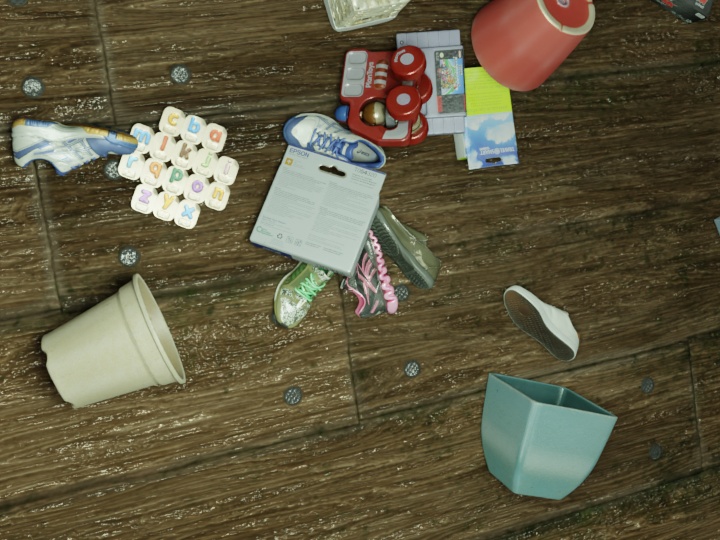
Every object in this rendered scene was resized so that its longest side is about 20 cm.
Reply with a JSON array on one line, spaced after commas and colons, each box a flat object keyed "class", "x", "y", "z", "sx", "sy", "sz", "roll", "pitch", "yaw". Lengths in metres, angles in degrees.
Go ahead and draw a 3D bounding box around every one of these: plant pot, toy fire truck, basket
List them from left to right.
[{"class": "plant pot", "x": -0.416, "y": 0.132, "z": 1.443, "sx": 0.183, "sy": 0.200, "sz": 0.201, "roll": -23, "pitch": 100, "yaw": -7}, {"class": "basket", "x": 0.001, "y": -0.562, "z": 1.604, "sx": 0.136, "sy": 0.123, "sz": 0.200, "roll": -17, "pitch": 98, "yaw": -19}, {"class": "toy fire truck", "x": 0.041, "y": -0.321, "z": 1.608, "sx": 0.168, "sy": 0.112, "sz": 0.200, "roll": 2, "pitch": 70, "yaw": 14}, {"class": "plant pot", "x": 0.342, "y": -0.476, "z": 1.681, "sx": 0.200, "sy": 0.177, "sz": 0.201, "roll": 8, "pitch": 70, "yaw": -24}, {"class": "plant pot", "x": 0.355, "y": 0.340, "z": 1.734, "sx": 0.196, "sy": 0.196, "sz": 0.200, "roll": 12, "pitch": 97, "yaw": -21}]

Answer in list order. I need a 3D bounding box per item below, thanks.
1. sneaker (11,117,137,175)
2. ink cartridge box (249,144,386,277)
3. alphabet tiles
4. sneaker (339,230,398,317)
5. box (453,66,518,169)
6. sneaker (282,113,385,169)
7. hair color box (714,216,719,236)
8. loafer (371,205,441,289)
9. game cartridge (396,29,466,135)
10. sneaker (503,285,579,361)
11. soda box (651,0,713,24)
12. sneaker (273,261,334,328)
[{"class": "sneaker", "x": -0.479, "y": -0.203, "z": 1.459, "sx": 0.200, "sy": 0.075, "sz": 0.088, "roll": 5, "pitch": 101, "yaw": -14}, {"class": "ink cartridge box", "x": -0.074, "y": -0.109, "z": 1.581, "sx": 0.196, "sy": 0.043, "sz": 0.200, "roll": 19, "pitch": 75, "yaw": 10}, {"class": "alphabet tiles", "x": -0.323, "y": -0.182, "z": 1.548, "sx": 0.200, "sy": 0.015, "sz": 0.196, "roll": 19, "pitch": 85, "yaw": -20}, {"class": "sneaker", "x": 0.000, "y": 0.000, "z": 1.651, "sx": 0.095, "sy": 0.079, "sz": 0.200, "roll": -20, "pitch": 97, "yaw": -8}, {"class": "box", "x": 0.245, "y": -0.306, "z": 1.742, "sx": 0.122, "sy": 0.048, "sz": 0.200, "roll": -10, "pitch": 94, "yaw": -20}, {"class": "sneaker", "x": -0.043, "y": -0.239, "z": 1.609, "sx": 0.200, "sy": 0.088, "sz": 0.075, "roll": 12, "pitch": 103, "yaw": -19}, {"class": "hair color box", "x": 0.921, "y": -0.114, "z": 1.999, "sx": 0.200, "sy": 0.061, "sz": 0.099, "roll": -27, "pitch": 101, "yaw": -17}, {"class": "loafer", "x": 0.085, "y": -0.054, "z": 1.684, "sx": 0.070, "sy": 0.075, "sz": 0.200, "roll": -48, "pitch": 111, "yaw": -25}, {"class": "game cartridge", "x": 0.138, "y": -0.363, "z": 1.686, "sx": 0.130, "sy": 0.038, "sz": 0.200, "roll": -3, "pitch": 93, "yaw": 7}, {"class": "sneaker", "x": 0.378, "y": 0.095, "z": 1.806, "sx": 0.200, "sy": 0.073, "sz": 0.085, "roll": 46, "pitch": 46, "yaw": -10}, {"class": "soda box", "x": 0.674, "y": -0.618, "z": 1.890, "sx": 0.200, "sy": 0.063, "sz": 0.071, "roll": 23, "pitch": 83, "yaw": -20}, {"class": "sneaker", "x": -0.092, "y": 0.017, "z": 1.602, "sx": 0.077, "sy": 0.089, "sz": 0.200, "roll": 33, "pitch": 81, "yaw": -19}]
